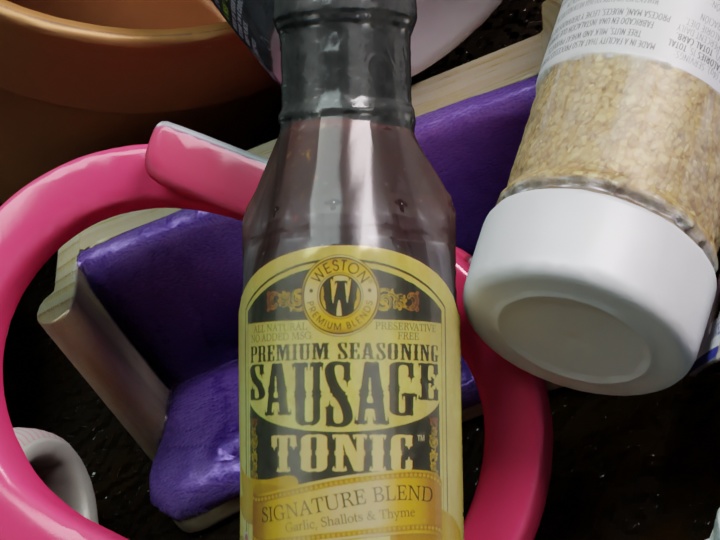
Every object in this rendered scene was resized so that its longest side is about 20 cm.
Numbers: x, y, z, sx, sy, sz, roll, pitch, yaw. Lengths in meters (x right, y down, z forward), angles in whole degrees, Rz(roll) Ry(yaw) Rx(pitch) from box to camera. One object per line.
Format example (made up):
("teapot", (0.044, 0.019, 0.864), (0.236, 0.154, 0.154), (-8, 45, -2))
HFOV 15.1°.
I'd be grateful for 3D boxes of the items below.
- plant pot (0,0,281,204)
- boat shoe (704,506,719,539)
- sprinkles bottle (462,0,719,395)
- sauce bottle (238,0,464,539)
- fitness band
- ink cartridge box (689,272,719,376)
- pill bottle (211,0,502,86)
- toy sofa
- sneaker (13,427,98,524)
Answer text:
("plant pot", (-0.092, -0.112, 0.980), (0.199, 0.140, 0.201), (6, 52, -7))
("boat shoe", (0.119, 0.079, 0.738), (0.070, 0.072, 0.201), (0, 51, 34))
("sprinkles bottle", (0.089, -0.064, 0.796), (0.068, 0.068, 0.201), (-1, 56, 34))
("sauce bottle", (-0.004, 0.017, 0.760), (0.066, 0.066, 0.201), (-6, 84, 30))
("fitness band", (-0.038, 0.041, 0.825), (0.199, 0.037, 0.144), (24, 90, 15))
("ink cartridge box", (0.139, -0.063, 0.778), (0.037, 0.095, 0.201), (19, 86, 4))
("pill bottle", (-0.037, -0.158, 0.871), (0.106, 0.106, 0.200), (-36, 65, -2))
("toy sofa", (0.000, 0.000, 0.890), (0.199, 0.083, 0.098), (-20, 41, 17))
("sneaker", (-0.148, 0.128, 0.873), (0.104, 0.075, 0.201), (-9, 42, 35))
